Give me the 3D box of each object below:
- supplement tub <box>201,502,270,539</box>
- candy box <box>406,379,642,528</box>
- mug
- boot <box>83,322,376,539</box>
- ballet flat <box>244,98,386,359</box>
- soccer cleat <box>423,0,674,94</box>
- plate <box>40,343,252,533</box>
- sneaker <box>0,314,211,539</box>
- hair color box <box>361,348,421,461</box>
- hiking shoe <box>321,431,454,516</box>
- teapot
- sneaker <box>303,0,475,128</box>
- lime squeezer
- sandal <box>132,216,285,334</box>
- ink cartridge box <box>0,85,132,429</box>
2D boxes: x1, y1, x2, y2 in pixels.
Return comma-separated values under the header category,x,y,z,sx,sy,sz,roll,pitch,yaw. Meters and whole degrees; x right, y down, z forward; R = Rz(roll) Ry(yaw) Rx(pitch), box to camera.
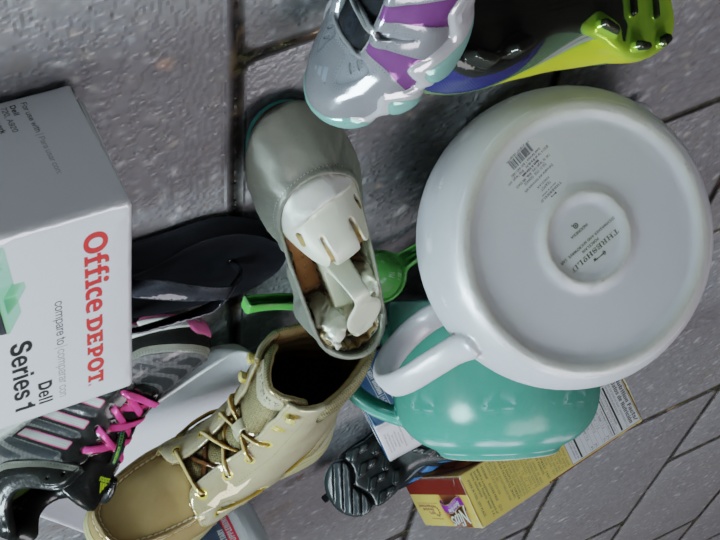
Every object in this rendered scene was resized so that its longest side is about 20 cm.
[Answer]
category,x,y,z,sx,sy,sz,roll,pitch,yaw
supplement tub,-0.161,0.294,1.240,0.199,0.141,0.141,-25,156,-11
candy box,0.150,0.166,1.349,0.199,0.057,0.117,-28,-176,-26
mug,0.085,0.077,1.058,0.184,0.115,0.152,-4,179,35
boot,-0.085,0.111,0.950,0.199,0.073,0.156,-24,161,-29
ballet flat,-0.016,-0.017,0.839,0.067,0.064,0.201,-31,145,-12
soccer cleat,0.095,-0.136,0.798,0.199,0.065,0.083,-15,-177,-38
plate,-0.144,0.123,1.056,0.199,0.032,0.200,-31,157,3
sneaker,-0.170,0.104,0.921,0.199,0.088,0.074,-33,156,8
hair color box,0.092,0.072,1.181,0.199,0.061,0.100,-27,156,-3
hiking shoe,0.052,0.149,1.302,0.199,0.075,0.087,-26,179,-9
teapot,0.113,-0.018,0.918,0.198,0.199,0.146,2,180,-16
sneaker,0.010,-0.154,0.639,0.139,0.078,0.200,9,126,-52
lime squeezer,0.000,0.000,0.969,0.199,0.038,0.071,-22,142,-27
sandal,-0.131,0.016,0.844,0.199,0.043,0.076,-13,152,-32
ink cartridge box,-0.211,0.014,0.679,0.199,0.084,0.145,-18,145,-23
